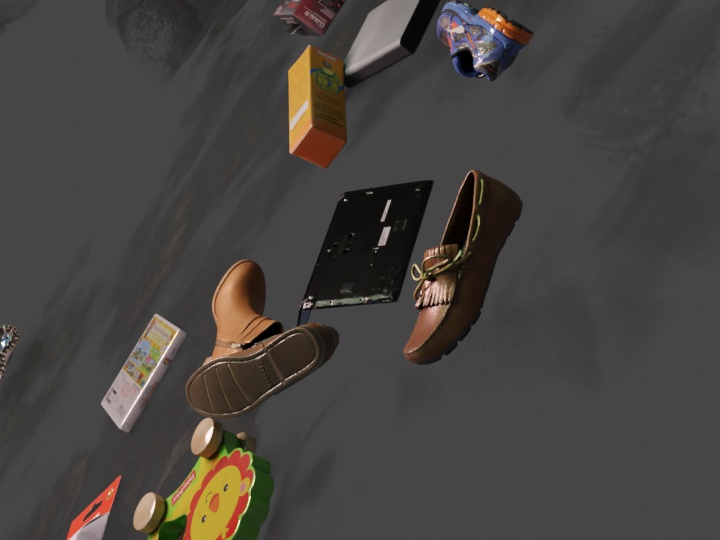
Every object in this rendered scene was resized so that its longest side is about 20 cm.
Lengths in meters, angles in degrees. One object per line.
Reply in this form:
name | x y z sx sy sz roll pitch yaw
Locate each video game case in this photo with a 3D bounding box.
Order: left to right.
video game case | -0.356 0.165 1.978 0.182 0.023 0.200 -60 20 -6

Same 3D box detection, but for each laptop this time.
laptop | 0.000 0.000 1.434 0.200 0.103 0.177 -6 50 32

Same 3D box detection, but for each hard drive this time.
hard drive | 0.047 -0.360 1.812 0.200 0.033 0.140 -14 47 61

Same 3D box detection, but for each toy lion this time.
toy lion | -0.172 0.276 1.363 0.200 0.069 0.192 -51 29 16

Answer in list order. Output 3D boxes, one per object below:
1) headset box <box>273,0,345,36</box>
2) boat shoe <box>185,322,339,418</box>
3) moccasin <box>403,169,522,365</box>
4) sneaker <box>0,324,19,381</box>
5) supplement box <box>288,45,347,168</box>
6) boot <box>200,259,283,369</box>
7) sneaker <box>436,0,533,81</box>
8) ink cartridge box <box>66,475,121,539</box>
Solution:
headset box | -0.076 -0.525 2.264 0.200 0.075 0.149 -57 21 0
boat shoe | -0.110 0.118 1.397 0.200 0.072 0.068 -22 -2 27
moccasin | 0.087 -0.004 1.146 0.202 0.078 0.074 -63 21 -14
sneaker | -0.951 0.244 3.155 0.200 0.078 0.090 -62 2 -22
supplement box | -0.065 -0.248 1.807 0.069 0.066 0.200 -51 30 35
boot | -0.146 0.070 1.559 0.155 0.077 0.200 -19 45 61
sneaker | 0.131 -0.273 1.446 0.079 0.075 0.200 -59 19 4
ink cartridge box | -0.427 0.405 1.755 0.163 0.057 0.200 -43 30 34
